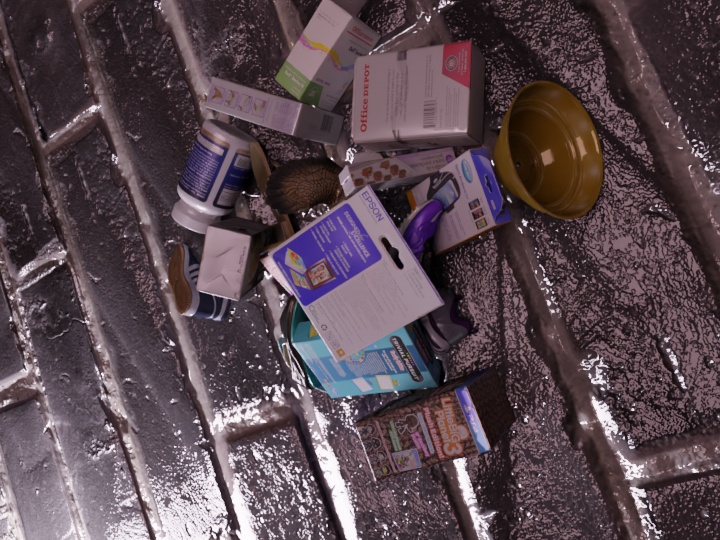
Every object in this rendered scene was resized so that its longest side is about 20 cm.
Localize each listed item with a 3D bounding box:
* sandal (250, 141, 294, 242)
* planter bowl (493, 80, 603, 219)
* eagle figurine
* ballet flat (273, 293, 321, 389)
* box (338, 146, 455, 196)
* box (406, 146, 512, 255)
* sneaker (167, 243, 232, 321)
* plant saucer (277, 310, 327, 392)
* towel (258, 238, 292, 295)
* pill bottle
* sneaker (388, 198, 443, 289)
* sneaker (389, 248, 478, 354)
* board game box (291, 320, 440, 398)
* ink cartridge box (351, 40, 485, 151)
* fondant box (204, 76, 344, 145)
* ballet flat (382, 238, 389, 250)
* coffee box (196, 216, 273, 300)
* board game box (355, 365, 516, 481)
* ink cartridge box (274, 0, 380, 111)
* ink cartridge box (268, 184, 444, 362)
[{"bbox_3d":[-0.142,-0.144,1.146,0.078,0.069,0.212,10,119,62],"label":"sandal"},{"bbox_3d":[0.256,-0.164,0.891,0.083,0.200,0.201,-16,85,57],"label":"planter bowl"},{"bbox_3d":[-0.039,-0.119,1.010,0.151,0.200,0.151,-17,85,25],"label":"eagle figurine"},{"bbox_3d":[-0.115,0.123,1.069,0.068,0.068,0.201,9,119,31],"label":"ballet flat"},{"bbox_3d":[0.063,-0.157,0.966,0.041,0.200,0.039,-33,74,63],"label":"box"},{"bbox_3d":[0.154,-0.104,0.949,0.200,0.041,0.119,-27,80,57],"label":"box"},{"bbox_3d":[-0.324,0.028,1.248,0.070,0.108,0.200,-52,41,22],"label":"sneaker"},{"bbox_3d":[-0.058,0.133,1.101,0.200,0.027,0.201,11,120,20],"label":"plant saucer"},{"bbox_3d":[-0.075,0.020,1.065,0.143,0.023,0.200,-19,121,42],"label":"towel"},{"bbox_3d":[-0.283,-0.178,1.179,0.116,0.116,0.200,35,107,21],"label":"pill bottle"},{"bbox_3d":[0.092,-0.012,0.962,0.099,0.070,0.200,35,105,18],"label":"sneaker"},{"bbox_3d":[0.116,0.039,1.030,0.087,0.074,0.200,-26,72,-6],"label":"sneaker"},{"bbox_3d":[0.011,0.137,1.002,0.199,0.047,0.151,-11,129,25],"label":"board game box"},{"bbox_3d":[0.093,-0.277,0.994,0.199,0.083,0.147,2,89,28],"label":"ink cartridge box"},{"bbox_3d":[-0.151,-0.282,1.090,0.200,0.144,0.058,22,103,24],"label":"fondant box"},{"bbox_3d":[0.000,0.000,1.066,0.070,0.065,0.200,38,141,-4],"label":"ballet flat"},{"bbox_3d":[-0.221,-0.027,1.104,0.079,0.200,0.115,13,99,0],"label":"coffee box"},{"bbox_3d":[0.122,0.241,0.973,0.200,0.159,0.097,-25,82,25],"label":"board game box"},{"bbox_3d":[-0.043,-0.381,1.043,0.067,0.117,0.200,43,111,17],"label":"ink cartridge box"},{"bbox_3d":[-0.005,0.007,0.888,0.200,0.043,0.198,-31,92,27],"label":"ink cartridge box"}]
